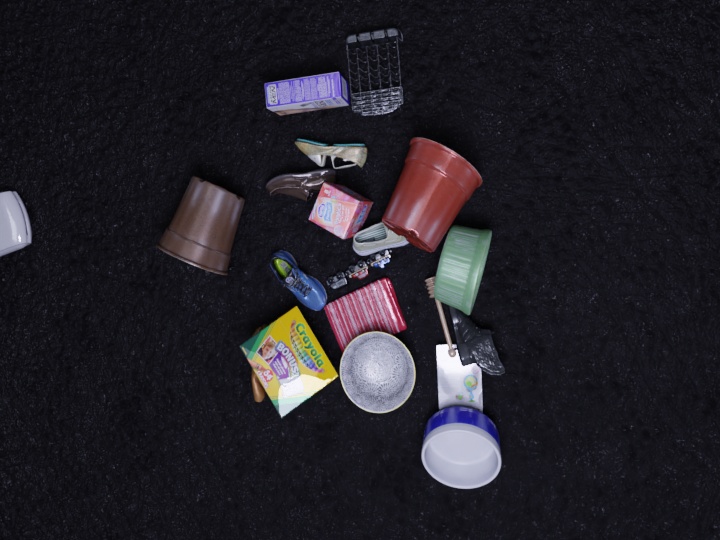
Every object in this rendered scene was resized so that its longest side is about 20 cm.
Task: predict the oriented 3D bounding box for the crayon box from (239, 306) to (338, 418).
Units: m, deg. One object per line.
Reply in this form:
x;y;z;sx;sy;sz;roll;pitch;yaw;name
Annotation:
-0.176;0.225;1.316;0.170;0.058;0.204;-33;86;-9;crayon box

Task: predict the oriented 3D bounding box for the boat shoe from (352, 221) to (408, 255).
0.071;-0.093;1.337;0.194;0.062;0.074;-24;75;-1;boat shoe

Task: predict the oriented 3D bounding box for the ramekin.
0.242;-0.007;1.267;0.094;0.199;0.208;15;97;15;ramekin

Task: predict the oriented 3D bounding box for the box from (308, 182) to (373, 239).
-0.044;-0.148;1.301;0.100;0.200;0.097;27;101;7;box

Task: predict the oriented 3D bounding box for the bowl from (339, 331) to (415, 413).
0.048;0.252;1.372;0.192;0.094;0.210;1;95;10;bowl

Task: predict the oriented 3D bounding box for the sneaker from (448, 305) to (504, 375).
0.285;0.162;1.315;0.100;0.060;0.207;-12;65;5;sneaker

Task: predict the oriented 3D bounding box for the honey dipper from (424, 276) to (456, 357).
0.209;0.118;1.343;0.037;0.038;0.208;-17;82;11;honey dipper

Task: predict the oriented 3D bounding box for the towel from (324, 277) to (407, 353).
0.014;0.122;1.404;0.194;0.022;0.149;-23;92;13;towel

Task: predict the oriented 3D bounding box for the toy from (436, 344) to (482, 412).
0.254;0.292;1.361;0.110;0.047;0.210;-2;89;9;toy

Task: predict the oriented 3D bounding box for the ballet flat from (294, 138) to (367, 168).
-0.078;-0.298;1.363;0.191;0.071;0.074;7;96;8;ballet flat

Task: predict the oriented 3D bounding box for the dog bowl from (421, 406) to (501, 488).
0.250;0.442;1.321;0.191;0.080;0.207;6;121;9;dog bowl

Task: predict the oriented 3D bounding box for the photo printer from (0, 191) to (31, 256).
-1.063;-0.131;1.555;0.193;0.069;0.173;-16;92;11;photo printer

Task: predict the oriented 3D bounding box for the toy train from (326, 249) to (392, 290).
0.000;0.000;1.390;0.195;0.034;0.047;-28;92;11;toy train

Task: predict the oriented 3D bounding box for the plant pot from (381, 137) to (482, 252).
0.154;-0.167;1.244;0.196;0.201;0.200;30;87;6;plant pot

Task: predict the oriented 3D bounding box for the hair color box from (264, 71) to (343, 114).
-0.133;-0.444;1.338;0.191;0.109;0.068;-3;96;11;hair color box

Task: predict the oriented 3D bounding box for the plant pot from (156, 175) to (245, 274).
-0.402;-0.122;1.381;0.194;0.200;0.205;23;92;7;plant pot

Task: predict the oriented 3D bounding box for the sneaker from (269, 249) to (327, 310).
-0.170;0.033;1.396;0.199;0.089;0.079;43;102;4;sneaker

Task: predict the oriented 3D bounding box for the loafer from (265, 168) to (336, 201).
-0.154;-0.216;1.379;0.191;0.073;0.074;-7;93;11;loafer

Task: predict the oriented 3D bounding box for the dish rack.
0.038;-0.497;1.332;0.147;0.054;0.209;-4;96;12;dish rack

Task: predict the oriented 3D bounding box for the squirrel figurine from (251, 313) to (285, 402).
-0.190;0.222;1.395;0.179;0.142;0.209;-8;96;4;squirrel figurine
